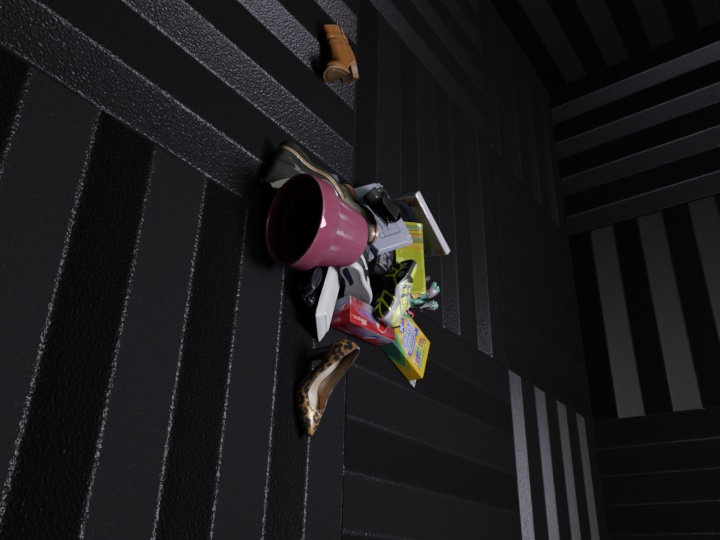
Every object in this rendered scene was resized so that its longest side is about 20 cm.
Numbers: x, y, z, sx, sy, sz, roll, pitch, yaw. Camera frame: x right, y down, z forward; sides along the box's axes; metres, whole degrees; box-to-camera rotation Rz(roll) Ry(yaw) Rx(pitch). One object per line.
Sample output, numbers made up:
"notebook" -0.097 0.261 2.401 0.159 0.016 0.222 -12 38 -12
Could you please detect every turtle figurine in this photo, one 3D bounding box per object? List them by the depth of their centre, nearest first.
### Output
"turtle figurine" 0.155 0.057 1.821 0.151 0.100 0.199 56 24 3

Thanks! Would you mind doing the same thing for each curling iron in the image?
"curling iron" 0.102 0.065 1.705 0.198 0.025 0.050 -30 98 -16

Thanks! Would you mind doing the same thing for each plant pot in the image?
"plant pot" -0.086 -0.091 1.413 0.177 0.198 0.205 16 63 -45

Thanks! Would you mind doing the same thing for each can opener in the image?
"can opener" -0.099 0.012 1.495 0.064 0.078 0.201 52 28 -17

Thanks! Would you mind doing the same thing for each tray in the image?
"tray" -0.071 0.057 1.501 0.109 0.022 0.203 90 11 -51

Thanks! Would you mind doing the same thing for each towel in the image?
"towel" 0.132 -0.036 1.719 0.084 0.018 0.205 2 71 -11

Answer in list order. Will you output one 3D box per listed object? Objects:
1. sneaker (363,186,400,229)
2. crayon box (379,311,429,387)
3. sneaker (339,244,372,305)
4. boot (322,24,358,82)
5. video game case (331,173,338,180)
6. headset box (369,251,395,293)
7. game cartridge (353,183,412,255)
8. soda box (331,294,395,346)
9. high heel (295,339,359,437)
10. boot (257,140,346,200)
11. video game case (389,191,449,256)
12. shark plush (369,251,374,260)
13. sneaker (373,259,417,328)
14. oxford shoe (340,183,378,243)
"sneaker" 0.059 -0.156 1.607 0.104 0.060 0.200 47 10 2
"crayon box" 0.130 0.210 1.764 0.201 0.051 0.127 52 38 -31
"sneaker" 0.000 0.000 1.573 0.202 0.071 0.114 81 20 -56
"boot" -0.070 -0.616 1.793 0.199 0.075 0.159 -26 100 -60
"video game case" -0.110 -0.187 1.602 0.198 0.019 0.146 7 71 -57
"headset box" 0.069 -0.054 1.762 0.148 0.074 0.203 43 44 -40
"game cartridge" 0.039 -0.136 1.694 0.131 0.041 0.202 -15 64 -29
"soda box" 0.009 0.130 1.602 0.199 0.062 0.072 29 52 -47
"high heel" -0.066 0.247 1.363 0.071 0.140 0.204 34 49 -44
"boot" -0.139 -0.185 1.489 0.199 0.077 0.140 37 56 -14
"video game case" 0.143 -0.126 1.815 0.023 0.180 0.202 -44 115 -32
"shark plush" -0.046 -0.091 1.591 0.202 0.082 0.092 59 35 -26
"sneaker" 0.097 0.058 1.642 0.077 0.074 0.202 51 54 -32
"oxford shoe" -0.025 -0.140 1.591 0.073 0.072 0.201 -1 42 -42
